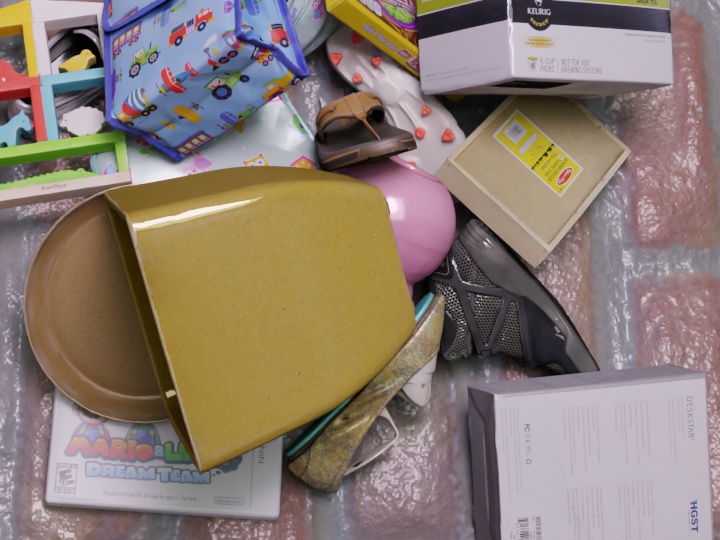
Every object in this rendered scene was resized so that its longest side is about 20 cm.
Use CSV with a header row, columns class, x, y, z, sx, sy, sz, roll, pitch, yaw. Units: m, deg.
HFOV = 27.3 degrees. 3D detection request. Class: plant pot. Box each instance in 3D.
class,x,y,z,sx,sy,sz,roll,pitch,yaw
plant pot,-0.072,0.013,1.153,0.198,0.195,0.196,-17,102,-13
plant pot,-0.180,0.027,1.240,0.198,0.027,0.202,-2,100,-9

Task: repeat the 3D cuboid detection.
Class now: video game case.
class,x,y,z,sx,sy,sz,roll,pitch,yaw
video game case,-0.163,0.117,1.279,0.198,0.024,0.184,6,72,-11

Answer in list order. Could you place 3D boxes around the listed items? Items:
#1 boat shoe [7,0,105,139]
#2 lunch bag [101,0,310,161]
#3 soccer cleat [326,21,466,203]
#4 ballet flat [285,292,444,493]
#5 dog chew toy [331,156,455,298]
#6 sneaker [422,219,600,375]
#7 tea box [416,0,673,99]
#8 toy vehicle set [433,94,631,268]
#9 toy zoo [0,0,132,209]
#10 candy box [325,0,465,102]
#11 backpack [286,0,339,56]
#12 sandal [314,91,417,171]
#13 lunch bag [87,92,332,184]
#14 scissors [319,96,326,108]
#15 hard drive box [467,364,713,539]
class,x,y,z,sx,sy,sz,roll,pitch,yaw
boat shoe,-0.236,-0.198,1.336,0.073,0.065,0.200,38,69,1
lunch bag,-0.141,-0.222,1.254,0.094,0.150,0.202,28,41,-49
soccer cleat,0.042,-0.153,1.391,0.069,0.078,0.201,-35,99,16
ballet flat,0.020,0.111,1.284,0.071,0.071,0.200,42,89,2
dog chew toy,0.000,0.000,1.291,0.124,0.125,0.201,26,99,-4
sneaker,0.129,0.056,1.345,0.114,0.076,0.199,-43,113,11
tea box,0.165,-0.260,1.335,0.198,0.133,0.199,-2,91,-35
toy vehicle set,0.164,-0.100,1.380,0.124,0.027,0.200,43,45,2
toy zoo,-0.272,-0.156,1.272,0.130,0.020,0.202,-9,72,-7
candy box,0.029,-0.237,1.356,0.199,0.026,0.103,28,40,-48
backpack,-0.102,-0.285,1.345,0.166,0.126,0.201,-36,66,22
sandal,-0.003,-0.128,1.262,0.081,0.200,0.055,-16,109,0
lunch bag,-0.134,-0.087,1.320,0.199,0.077,0.161,-32,81,-20
scissors,-0.009,-0.065,1.376,0.073,0.014,0.201,-30,84,-18
hard drive box,0.201,0.171,1.297,0.198,0.077,0.158,-4,93,-14
